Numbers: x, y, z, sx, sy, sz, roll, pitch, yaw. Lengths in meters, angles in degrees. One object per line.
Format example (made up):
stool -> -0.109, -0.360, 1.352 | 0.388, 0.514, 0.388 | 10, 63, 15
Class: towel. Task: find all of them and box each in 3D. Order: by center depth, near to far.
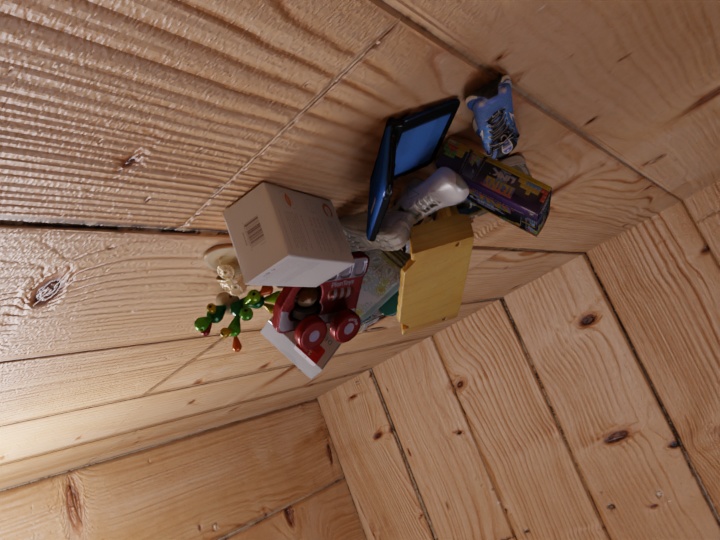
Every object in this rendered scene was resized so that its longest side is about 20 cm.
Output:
towel -> 0.000, 0.000, 1.247 | 0.200, 0.170, 0.049 | -44, -167, 34

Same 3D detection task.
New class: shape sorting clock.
shape sorting clock -> 0.246, -0.126, 1.348 | 0.195, 0.040, 0.200 | -18, -177, 1

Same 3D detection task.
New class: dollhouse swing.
dollhouse swing -> 0.122, -0.028, 1.157 | 0.177, 0.177, 0.203 | -15, 136, -18

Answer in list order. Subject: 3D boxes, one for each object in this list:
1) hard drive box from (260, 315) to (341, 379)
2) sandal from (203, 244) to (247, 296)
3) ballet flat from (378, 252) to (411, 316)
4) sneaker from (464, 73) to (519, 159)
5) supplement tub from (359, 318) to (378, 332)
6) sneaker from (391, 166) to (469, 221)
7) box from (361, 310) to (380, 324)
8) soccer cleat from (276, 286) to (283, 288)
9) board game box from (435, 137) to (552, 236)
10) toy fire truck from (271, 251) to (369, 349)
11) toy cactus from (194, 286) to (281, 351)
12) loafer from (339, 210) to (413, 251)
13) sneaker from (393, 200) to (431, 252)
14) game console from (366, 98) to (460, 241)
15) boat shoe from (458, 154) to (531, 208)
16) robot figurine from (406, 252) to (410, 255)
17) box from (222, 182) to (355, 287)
hard drive box -> -0.098, 0.106, 1.317 | 0.201, 0.155, 0.077 | -52, -175, -35
sandal -> -0.230, 0.015, 1.133 | 0.076, 0.071, 0.212 | -23, 165, -1
ballet flat -> 0.112, 0.020, 1.324 | 0.202, 0.067, 0.062 | -56, 163, 8
sneaker -> 0.218, -0.232, 0.936 | 0.077, 0.091, 0.200 | -27, 165, 12
supplement tub -> -0.062, 0.100, 1.520 | 0.196, 0.148, 0.146 | -15, 163, -28
sneaker -> 0.121, -0.124, 1.052 | 0.081, 0.071, 0.199 | -48, -166, -17
box -> -0.010, 0.061, 1.451 | 0.196, 0.140, 0.040 | -20, 170, -30
soccer cleat -> -0.155, 0.002, 1.182 | 0.068, 0.079, 0.200 | -26, 165, 13
board game box -> 0.240, -0.144, 1.065 | 0.058, 0.197, 0.165 | -60, 160, 1
toy fire truck -> -0.078, 0.047, 1.157 | 0.196, 0.112, 0.172 | -7, 120, -38
toy cactus -> -0.247, 0.081, 1.212 | 0.197, 0.105, 0.164 | -30, -156, -26
loafer -> 0.019, -0.079, 1.103 | 0.197, 0.070, 0.071 | 8, -123, 46
sneaker -> 0.114, -0.099, 1.261 | 0.078, 0.075, 0.200 | -24, 166, -7
game console -> 0.080, -0.154, 0.956 | 0.115, 0.176, 0.201 | 6, 160, -4
boat shoe -> 0.260, -0.174, 1.239 | 0.197, 0.066, 0.075 | -21, 164, -6
robot figurine -> 0.041, -0.007, 1.377 | 0.166, 0.116, 0.199 | -15, 169, 26
box -> -0.113, -0.051, 0.982 | 0.096, 0.127, 0.198 | -29, 163, 25
